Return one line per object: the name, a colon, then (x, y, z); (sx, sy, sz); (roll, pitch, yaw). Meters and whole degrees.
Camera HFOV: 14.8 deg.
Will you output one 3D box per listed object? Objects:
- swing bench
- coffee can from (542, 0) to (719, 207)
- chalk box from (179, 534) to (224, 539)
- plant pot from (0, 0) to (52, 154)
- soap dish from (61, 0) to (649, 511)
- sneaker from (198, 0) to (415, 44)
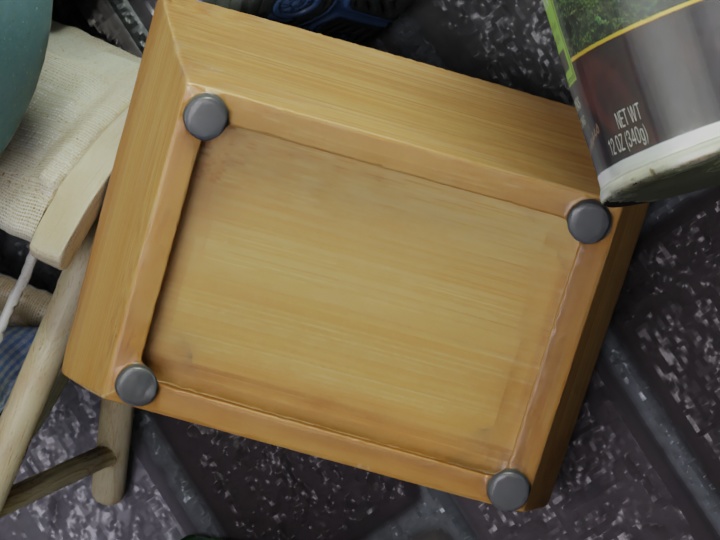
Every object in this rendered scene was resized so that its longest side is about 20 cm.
swing bench: (-0.184, -0.016, 1.131); (0.198, 0.130, 0.201); (23, 109, 20)
coffee can: (0.118, -0.137, 0.890); (0.146, 0.146, 0.201); (-19, 85, 27)
chalk box: (-0.065, 0.196, 1.079); (0.124, 0.200, 0.124); (10, 105, 23)
plant pot: (-0.231, -0.104, 1.003); (0.199, 0.135, 0.201); (3, 97, 22)
soap dish: (0.000, 0.000, 1.038); (0.199, 0.081, 0.158); (15, 108, -5)
sneaker: (-0.005, -0.146, 1.062); (0.200, 0.076, 0.077); (-38, 62, 26)
